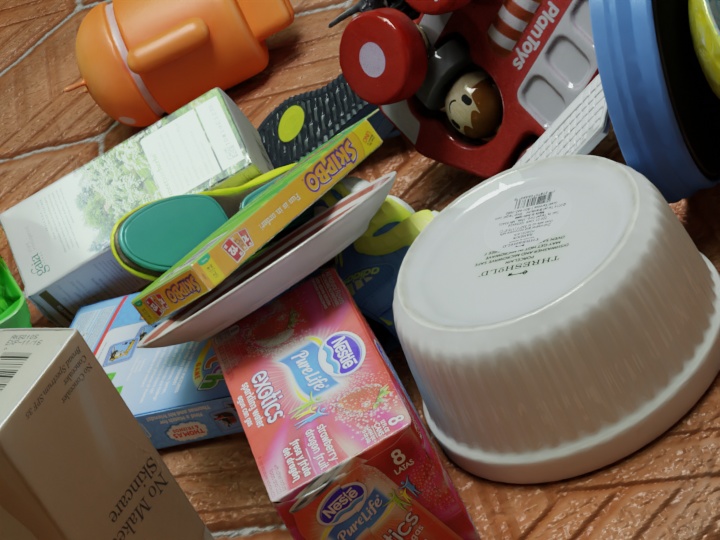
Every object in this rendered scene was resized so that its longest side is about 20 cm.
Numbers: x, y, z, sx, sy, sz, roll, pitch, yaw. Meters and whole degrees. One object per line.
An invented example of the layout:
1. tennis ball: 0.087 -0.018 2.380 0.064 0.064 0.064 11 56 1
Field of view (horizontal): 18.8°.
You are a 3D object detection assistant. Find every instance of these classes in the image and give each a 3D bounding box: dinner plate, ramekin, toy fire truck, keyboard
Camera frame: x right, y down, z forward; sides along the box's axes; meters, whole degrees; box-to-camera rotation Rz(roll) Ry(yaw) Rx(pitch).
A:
1. dinner plate: -0.055 0.000 1.387 0.199 0.024 0.200 -34 3 2
2. ramekin: 0.113 0.021 1.306 0.199 0.105 0.201 -22 31 15
3. toy fire truck: 0.091 -0.148 1.488 0.112 0.201 0.168 -18 58 -46
4. keyboard: 0.116 -0.067 1.405 0.200 0.011 0.057 131 153 -56

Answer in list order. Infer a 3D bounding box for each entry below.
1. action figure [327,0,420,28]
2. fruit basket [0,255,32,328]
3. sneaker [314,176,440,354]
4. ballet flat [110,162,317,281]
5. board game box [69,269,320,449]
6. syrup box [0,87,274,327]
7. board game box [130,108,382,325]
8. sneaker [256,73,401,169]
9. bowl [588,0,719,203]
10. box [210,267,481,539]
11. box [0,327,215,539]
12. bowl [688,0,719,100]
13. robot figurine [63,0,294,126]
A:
1. action figure: 0.061 -0.256 1.750 0.199 0.102 0.119 -34 60 -14
2. fruit basket: -0.319 0.010 1.604 0.155 0.216 0.216 -34 31 -6
3. sneaker: 0.000 0.000 1.466 0.105 0.076 0.200 -51 23 -11
4. ballet flat: -0.097 -0.026 1.554 0.199 0.067 0.067 -20 -13 -33
5. board game box: -0.134 0.064 1.522 0.199 0.037 0.152 -14 33 28
6. syrup box: -0.162 -0.043 1.630 0.199 0.081 0.079 -30 59 7
7. board game box: -0.064 -0.038 1.479 0.200 0.030 0.095 -45 10 -33
8. sneaker: -0.002 -0.113 1.658 0.199 0.078 0.066 -34 51 30
9. bowl: 0.192 -0.144 1.368 0.039 0.202 0.201 -9 36 22
10. box: -0.013 0.099 1.306 0.095 0.100 0.200 -30 30 1
11. box: -0.167 0.138 1.284 0.077 0.201 0.095 -2 41 39
12. bowl: 0.288 -0.140 1.364 0.200 0.200 0.108 -50 -7 -29
13. robot figurine: -0.156 -0.196 1.846 0.199 0.117 0.144 -26 46 6
